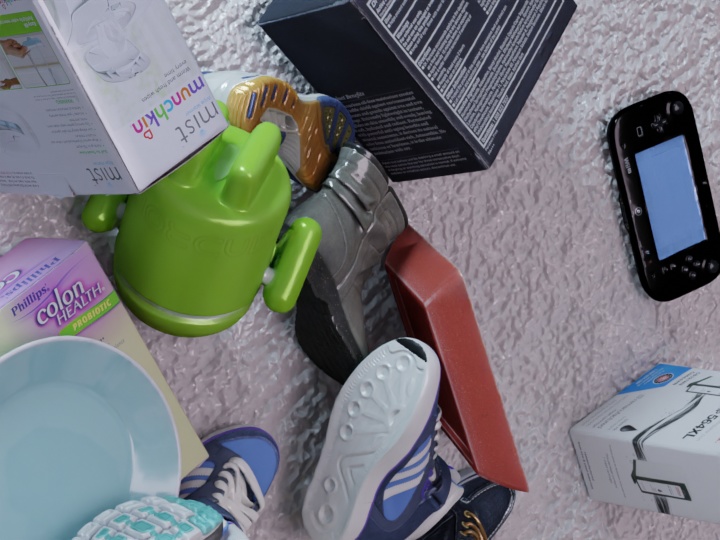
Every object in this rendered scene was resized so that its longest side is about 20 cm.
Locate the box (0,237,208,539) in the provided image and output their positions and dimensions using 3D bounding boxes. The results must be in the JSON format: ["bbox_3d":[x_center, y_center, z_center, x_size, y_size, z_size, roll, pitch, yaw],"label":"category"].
[{"bbox_3d":[-0.241,0.107,1.384,0.176,0.097,0.200,-41,117,-30],"label":"box"}]

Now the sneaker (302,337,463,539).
[{"bbox_3d":[0.042,0.146,1.583,0.146,0.081,0.200,5,115,-51],"label":"sneaker"}]

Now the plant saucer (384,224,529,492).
[{"bbox_3d":[0.074,0.075,1.593,0.037,0.200,0.200,-20,106,-7],"label":"plant saucer"}]

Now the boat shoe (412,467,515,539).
[{"bbox_3d":[0.087,0.242,1.657,0.200,0.091,0.071,-35,113,-33],"label":"boat shoe"}]

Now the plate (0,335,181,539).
[{"bbox_3d":[-0.215,0.145,1.328,0.200,0.026,0.200,-1,92,-39],"label":"plate"}]

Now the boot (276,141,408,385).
[{"bbox_3d":[0.000,0.000,1.564,0.131,0.068,0.200,-47,137,-26],"label":"boot"}]

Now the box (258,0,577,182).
[{"bbox_3d":[0.051,-0.216,1.578,0.198,0.123,0.200,49,55,-30],"label":"box"}]

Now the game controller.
[{"bbox_3d":[0.299,-0.072,1.845,0.104,0.042,0.200,-25,107,-35],"label":"game controller"}]

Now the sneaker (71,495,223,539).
[{"bbox_3d":[-0.177,0.232,1.314,0.200,0.078,0.091,-30,126,-30],"label":"sneaker"}]

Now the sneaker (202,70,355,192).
[{"bbox_3d":[-0.076,-0.121,1.524,0.200,0.088,0.075,33,76,-60],"label":"sneaker"}]

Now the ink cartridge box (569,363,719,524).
[{"bbox_3d":[0.323,0.162,1.773,0.146,0.200,0.084,-31,111,-34],"label":"ink cartridge box"}]

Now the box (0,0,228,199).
[{"bbox_3d":[-0.216,-0.147,1.326,0.097,0.200,0.177,-41,115,-30],"label":"box"}]

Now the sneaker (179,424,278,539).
[{"bbox_3d":[-0.105,0.197,1.454,0.200,0.146,0.081,-37,113,-31],"label":"sneaker"}]

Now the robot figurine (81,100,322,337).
[{"bbox_3d":[-0.121,-0.031,1.420,0.175,0.200,0.116,22,42,0],"label":"robot figurine"}]
